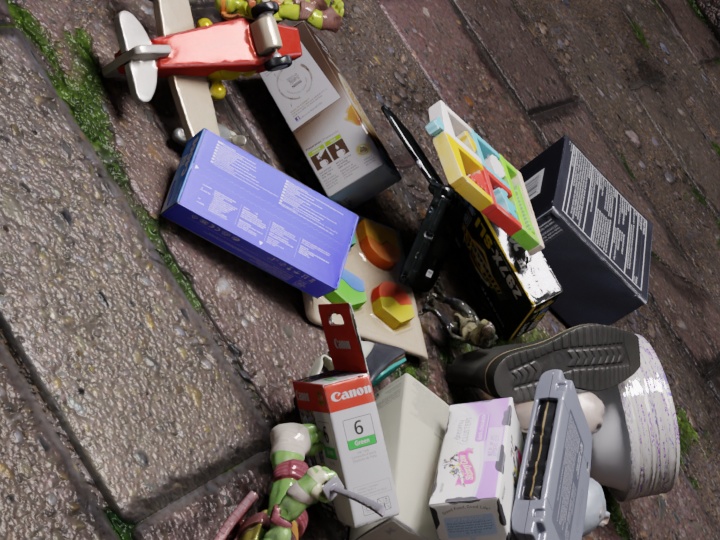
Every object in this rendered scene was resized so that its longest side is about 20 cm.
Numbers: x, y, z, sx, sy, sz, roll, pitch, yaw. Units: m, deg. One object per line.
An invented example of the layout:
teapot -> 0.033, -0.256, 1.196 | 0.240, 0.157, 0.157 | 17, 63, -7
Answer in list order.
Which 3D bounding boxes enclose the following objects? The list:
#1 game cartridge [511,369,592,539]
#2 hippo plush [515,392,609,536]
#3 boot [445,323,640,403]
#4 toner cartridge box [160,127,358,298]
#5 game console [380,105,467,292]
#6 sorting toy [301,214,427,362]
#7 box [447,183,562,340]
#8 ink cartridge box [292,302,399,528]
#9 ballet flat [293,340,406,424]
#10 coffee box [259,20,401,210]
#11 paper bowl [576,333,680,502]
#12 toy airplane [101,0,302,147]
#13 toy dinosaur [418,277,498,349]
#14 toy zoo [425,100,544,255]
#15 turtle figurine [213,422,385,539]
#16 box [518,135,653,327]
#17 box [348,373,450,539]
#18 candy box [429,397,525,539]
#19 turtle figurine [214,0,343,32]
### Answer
game cartridge -> 0.196, 0.218, 1.416 | 0.134, 0.040, 0.200 | 61, 34, -38
hippo plush -> 0.200, 0.233, 1.592 | 0.200, 0.159, 0.162 | 115, -35, -79
boot -> 0.209, 0.101, 1.631 | 0.199, 0.138, 0.078 | -5, 92, -23
toner cartridge box -> -0.103, -0.058, 1.474 | 0.200, 0.043, 0.095 | 29, 59, -23
game console -> 0.055, -0.078, 1.643 | 0.116, 0.177, 0.200 | 24, 1, 11
sorting toy -> 0.000, 0.000, 1.613 | 0.200, 0.036, 0.186 | 24, 42, -40
box -> 0.172, -0.026, 1.769 | 0.049, 0.160, 0.201 | -24, 76, -14
ink cartridge box -> -0.022, 0.133, 1.320 | 0.050, 0.109, 0.201 | -14, 92, -18
ballet flat -> -0.013, 0.109, 1.460 | 0.073, 0.073, 0.200 | 52, 33, -2
coffee box -> -0.040, -0.182, 1.665 | 0.201, 0.080, 0.114 | 61, 7, 11
paper bowl -> 0.311, 0.184, 1.730 | 0.201, 0.104, 0.202 | 169, -90, -84
toy airplane -> -0.185, -0.226, 1.520 | 0.199, 0.141, 0.200 | 33, 72, -12
toy dinosaur -> 0.116, 0.055, 1.677 | 0.088, 0.048, 0.200 | 37, 4, -4
toy zoo -> 0.138, -0.114, 1.625 | 0.200, 0.020, 0.132 | 36, 30, -40
turtle figurine -> -0.033, 0.231, 1.223 | 0.144, 0.199, 0.194 | 55, 18, -28
box -> 0.303, -0.046, 1.981 | 0.198, 0.123, 0.200 | 43, 34, -16
box -> 0.045, 0.209, 1.436 | 0.082, 0.068, 0.200 | 40, 34, -23
candy box -> 0.136, 0.258, 1.419 | 0.168, 0.071, 0.201 | -70, 147, -58
turtle figurine -> -0.105, -0.313, 1.672 | 0.161, 0.065, 0.200 | 1, 13, -21
